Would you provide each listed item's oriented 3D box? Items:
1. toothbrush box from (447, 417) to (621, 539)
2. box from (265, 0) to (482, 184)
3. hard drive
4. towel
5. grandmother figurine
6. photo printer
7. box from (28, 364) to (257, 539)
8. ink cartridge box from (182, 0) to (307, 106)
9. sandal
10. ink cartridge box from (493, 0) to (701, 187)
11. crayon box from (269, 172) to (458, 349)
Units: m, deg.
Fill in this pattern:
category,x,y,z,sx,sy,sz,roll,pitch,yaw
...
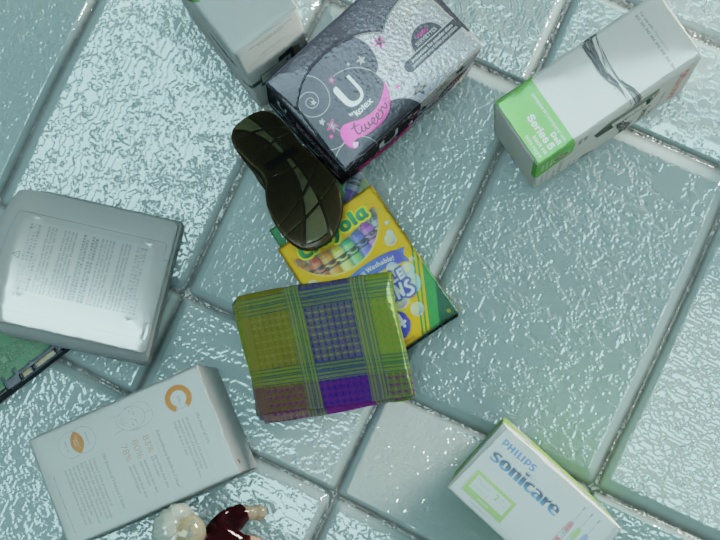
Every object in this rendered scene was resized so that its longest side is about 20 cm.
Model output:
category,x,y,z,sx,sy,sz,roll,pitch,yaw
toothbrush box,0.170,0.227,1.238,0.146,0.200,0.086,42,89,8
box,0.014,-0.209,1.329,0.200,0.115,0.132,-42,88,-3
hard drive,-0.434,0.046,1.402,0.140,0.038,0.200,-38,81,1
towel,-0.042,0.082,1.323,0.200,0.023,0.144,-12,92,26
grandmother figurine,-0.125,0.296,1.295,0.200,0.061,0.121,27,43,-17
photo printer,-0.309,0.004,1.355,0.200,0.069,0.167,12,75,-3
box,-0.231,0.198,1.335,0.200,0.097,0.125,-24,82,4
ink cartridge box,-0.129,-0.276,1.323,0.084,0.200,0.146,-37,82,-2
sandal,-0.079,-0.094,1.357,0.082,0.055,0.200,-32,55,-9
ink cartridge box,0.244,-0.184,1.299,0.200,0.146,0.084,-33,82,2
crayon box,0.000,0.000,1.354,0.126,0.052,0.200,-35,81,2
